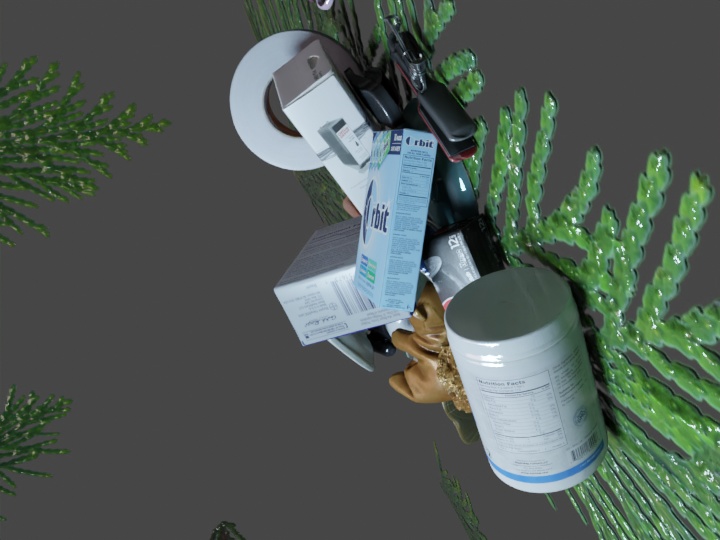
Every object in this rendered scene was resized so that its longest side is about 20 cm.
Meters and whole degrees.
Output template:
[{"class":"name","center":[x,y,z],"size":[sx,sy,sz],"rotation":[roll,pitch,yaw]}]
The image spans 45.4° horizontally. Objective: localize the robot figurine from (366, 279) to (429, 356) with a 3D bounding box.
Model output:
[{"class":"robot figurine","center":[0.047,0.051,1.468],"size":[0.200,0.125,0.151],"rotation":[21,133,40]}]

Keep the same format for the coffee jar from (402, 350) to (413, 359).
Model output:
[{"class":"coffee jar","center":[0.076,0.058,1.591],"size":[0.104,0.085,0.200],"rotation":[75,169,-52]}]

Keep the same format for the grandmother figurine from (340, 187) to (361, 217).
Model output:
[{"class":"grandmother figurine","center":[0.016,-0.101,1.633],"size":[0.121,0.060,0.200],"rotation":[60,180,-32]}]

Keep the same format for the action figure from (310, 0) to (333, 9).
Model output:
[{"class":"action figure","center":[-0.085,-0.448,1.182],"size":[0.149,0.134,0.200],"rotation":[24,-164,-10]}]

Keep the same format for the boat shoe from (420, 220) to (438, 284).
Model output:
[{"class":"boat shoe","center":[0.132,0.012,1.098],"size":[0.200,0.072,0.072],"rotation":[52,-163,10]}]

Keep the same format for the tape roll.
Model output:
[{"class":"tape roll","center":[-0.089,-0.252,1.270],"size":[0.066,0.200,0.201],"rotation":[-84,-28,-72]}]

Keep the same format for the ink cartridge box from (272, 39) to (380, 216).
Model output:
[{"class":"ink cartridge box","center":[-0.026,-0.191,1.162],"size":[0.200,0.083,0.147],"rotation":[51,-169,-31]}]

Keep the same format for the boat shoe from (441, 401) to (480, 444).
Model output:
[{"class":"boat shoe","center":[0.170,0.225,1.508],"size":[0.066,0.072,0.201],"rotation":[50,168,49]}]

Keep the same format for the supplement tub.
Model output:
[{"class":"supplement tub","center":[0.171,0.113,0.875],"size":[0.132,0.132,0.201],"rotation":[-127,15,-62]}]

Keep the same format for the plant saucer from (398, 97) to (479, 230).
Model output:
[{"class":"plant saucer","center":[0.094,-0.120,1.093],"size":[0.200,0.027,0.201],"rotation":[155,90,-82]}]

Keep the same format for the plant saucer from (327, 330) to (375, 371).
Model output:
[{"class":"plant saucer","center":[-0.043,0.083,1.402],"size":[0.200,0.050,0.200],"rotation":[39,180,0]}]

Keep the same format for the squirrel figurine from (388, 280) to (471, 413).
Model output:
[{"class":"squirrel figurine","center":[0.133,0.109,1.284],"size":[0.200,0.141,0.187],"rotation":[37,144,46]}]

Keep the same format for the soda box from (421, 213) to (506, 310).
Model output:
[{"class":"soda box","center":[0.143,0.041,1.007],"size":[0.071,0.063,0.201],"rotation":[-33,-79,-53]}]

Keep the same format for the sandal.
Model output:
[{"class":"sandal","center":[0.028,-0.228,1.113],"size":[0.075,0.048,0.200],"rotation":[54,-179,-26]}]

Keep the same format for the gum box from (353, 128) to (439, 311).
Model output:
[{"class":"gum box","center":[0.037,-0.065,1.028],"size":[0.170,0.044,0.201],"rotation":[-142,59,-77]}]

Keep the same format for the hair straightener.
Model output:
[{"class":"hair straightener","center":[0.072,-0.214,0.931],"size":[0.077,0.041,0.200],"rotation":[79,169,-62]}]

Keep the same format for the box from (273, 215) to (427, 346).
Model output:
[{"class":"box","center":[0.000,0.000,1.267],"size":[0.105,0.183,0.200],"rotation":[64,-153,-20]}]
